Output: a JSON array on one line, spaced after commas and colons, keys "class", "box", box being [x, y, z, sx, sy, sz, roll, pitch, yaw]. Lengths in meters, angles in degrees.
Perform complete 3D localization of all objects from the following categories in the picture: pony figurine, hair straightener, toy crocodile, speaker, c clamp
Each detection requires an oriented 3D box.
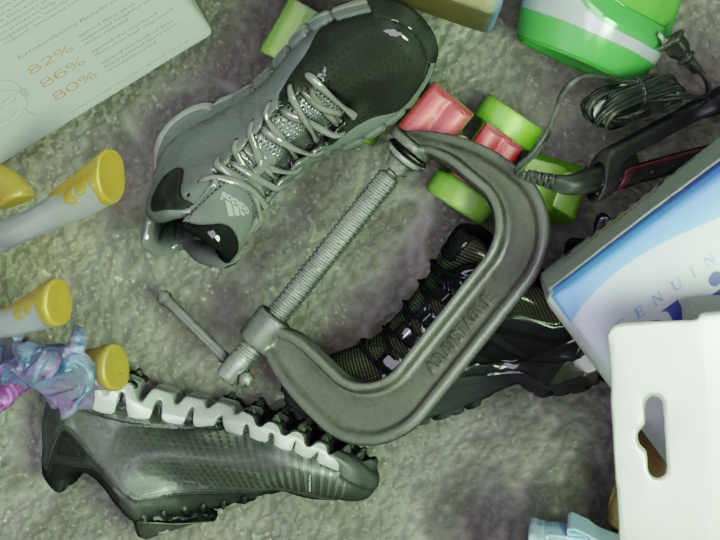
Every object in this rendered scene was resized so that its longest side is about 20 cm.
[{"class": "pony figurine", "box": [-0.217, 0.026, 1.255, 0.199, 0.166, 0.194, -2, 90, 35]}, {"class": "hair straightener", "box": [0.162, -0.088, 1.267, 0.199, 0.041, 0.077, -17, 93, -27]}, {"class": "toy crocodile", "box": [0.036, -0.085, 1.305, 0.200, 0.062, 0.068, 35, 93, 1]}, {"class": "speaker", "box": [0.156, -0.205, 1.285, 0.088, 0.088, 0.201, 23, 93, 1]}, {"class": "c clamp", "box": [0.000, 0.000, 1.264, 0.200, 0.027, 0.171, -46, 62, 8]}]

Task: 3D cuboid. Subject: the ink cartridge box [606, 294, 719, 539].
[{"class": "ink cartridge box", "box": [0.217, 0.068, 1.122, 0.199, 0.068, 0.117, -4, 97, 1]}]

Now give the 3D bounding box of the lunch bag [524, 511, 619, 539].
[{"class": "lunch bag", "box": [0.142, 0.241, 1.262, 0.169, 0.127, 0.201, 16, 109, 1]}]

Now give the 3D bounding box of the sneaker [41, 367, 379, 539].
[{"class": "sneaker", "box": [-0.090, 0.111, 1.317, 0.199, 0.066, 0.091, 15, 95, 5]}]

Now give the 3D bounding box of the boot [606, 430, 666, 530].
[{"class": "boot", "box": [0.244, 0.067, 1.289, 0.174, 0.066, 0.201, 16, 94, 7]}]

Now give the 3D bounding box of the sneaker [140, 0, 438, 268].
[{"class": "sneaker", "box": [-0.043, -0.058, 1.245, 0.075, 0.116, 0.200, 42, 130, -22]}]

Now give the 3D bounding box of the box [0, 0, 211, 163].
[{"class": "box", "box": [-0.188, -0.161, 1.232, 0.152, 0.200, 0.107, -31, 71, 2]}]

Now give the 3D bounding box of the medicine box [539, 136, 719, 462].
[{"class": "medicine box", "box": [0.221, 0.031, 1.203, 0.182, 0.103, 0.200, -37, 95, 7]}]

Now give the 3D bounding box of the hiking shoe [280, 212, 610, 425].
[{"class": "hiking shoe", "box": [0.049, 0.026, 1.295, 0.199, 0.076, 0.101, -12, 99, 3]}]

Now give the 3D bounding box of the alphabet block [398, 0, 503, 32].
[{"class": "alphabet block", "box": [0.005, -0.243, 1.187, 0.199, 0.196, 0.196, 20, 91, 1]}]
